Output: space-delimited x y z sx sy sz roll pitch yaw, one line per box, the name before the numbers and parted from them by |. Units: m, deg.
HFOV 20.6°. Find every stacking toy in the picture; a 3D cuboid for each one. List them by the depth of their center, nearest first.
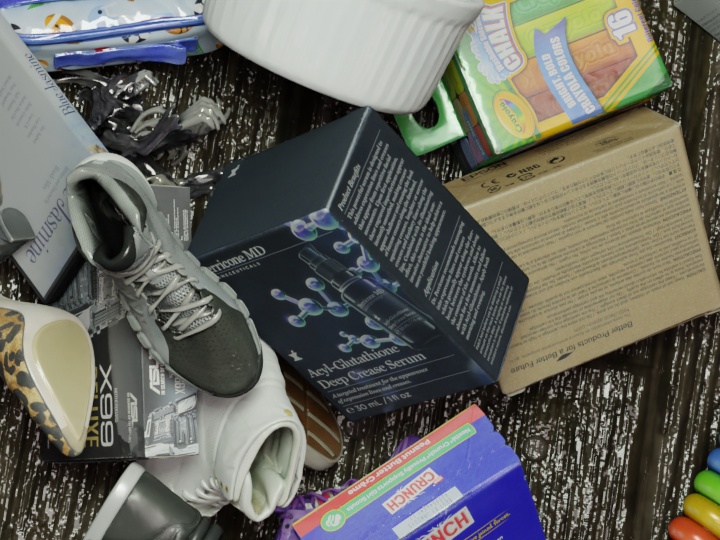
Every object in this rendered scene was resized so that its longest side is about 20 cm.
stacking toy | 0.297 0.190 1.596 0.085 0.085 0.200 36 85 -4

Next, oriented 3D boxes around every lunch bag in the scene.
lunch bag | -0.193 -0.231 1.532 0.200 0.076 0.161 -9 66 -10

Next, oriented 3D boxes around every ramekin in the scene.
ramekin | -0.018 -0.192 1.451 0.200 0.200 0.098 21 105 -7

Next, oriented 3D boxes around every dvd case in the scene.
dvd case | -0.260 -0.091 1.483 0.018 0.143 0.200 -22 68 -48

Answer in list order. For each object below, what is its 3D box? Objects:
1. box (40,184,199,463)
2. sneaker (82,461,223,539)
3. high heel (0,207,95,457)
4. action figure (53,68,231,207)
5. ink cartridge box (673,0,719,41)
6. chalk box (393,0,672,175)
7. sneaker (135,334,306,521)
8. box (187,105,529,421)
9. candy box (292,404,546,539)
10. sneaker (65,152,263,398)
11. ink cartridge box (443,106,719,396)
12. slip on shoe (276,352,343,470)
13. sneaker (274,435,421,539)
box | -0.184 0.044 1.488 0.050 0.158 0.200 1 85 -36
sneaker | -0.168 0.240 1.469 0.099 0.071 0.200 31 123 3
high heel | -0.271 0.071 1.479 0.071 0.142 0.200 4 57 -50
action figure | -0.143 -0.097 1.533 0.102 0.119 0.200 -39 102 9
ink cartridge box | 0.385 -0.226 1.642 0.200 0.083 0.145 37 80 -4
chalk box | 0.121 -0.157 1.573 0.200 0.124 0.125 -23 88 -11
sneaker | -0.108 0.157 1.472 0.074 0.116 0.200 10 123 -31
box | 0.000 0.000 1.449 0.200 0.148 0.107 45 46 -27
candy box | 0.056 0.225 1.495 0.169 0.200 0.077 -31 47 -11
sneaker | -0.144 0.010 1.352 0.075 0.115 0.200 -37 91 4
ink cartridge box | 0.170 -0.017 1.568 0.200 0.075 0.165 -21 112 -11
slip on shoe | -0.102 0.092 1.550 0.200 0.076 0.061 39 123 -14
sneaker | -0.022 0.195 1.544 0.200 0.081 0.083 -42 85 -10
